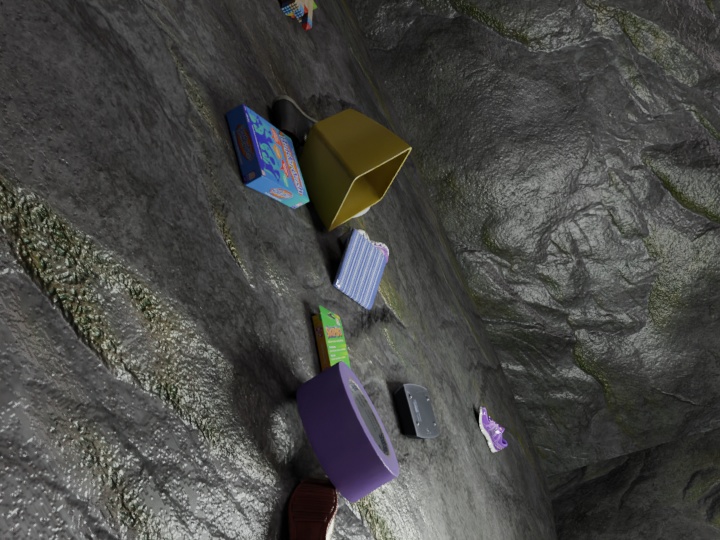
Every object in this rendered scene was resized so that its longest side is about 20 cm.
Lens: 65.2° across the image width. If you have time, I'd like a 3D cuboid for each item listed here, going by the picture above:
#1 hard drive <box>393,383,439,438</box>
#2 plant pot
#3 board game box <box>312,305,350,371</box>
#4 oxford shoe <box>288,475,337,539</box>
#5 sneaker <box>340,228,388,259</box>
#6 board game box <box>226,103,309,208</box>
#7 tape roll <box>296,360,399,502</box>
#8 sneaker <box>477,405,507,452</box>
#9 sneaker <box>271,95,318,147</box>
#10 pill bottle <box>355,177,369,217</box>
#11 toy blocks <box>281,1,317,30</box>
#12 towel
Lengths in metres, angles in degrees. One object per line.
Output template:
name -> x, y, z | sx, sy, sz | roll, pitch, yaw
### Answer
hard drive -> 0.143, 0.362, 1.432 | 0.199, 0.041, 0.138 | 31, 41, -63
plant pot -> -0.033, -0.252, 1.315 | 0.198, 0.201, 0.177 | -34, 78, -35
board game box -> -0.049, 0.175, 1.100 | 0.095, 0.029, 0.205 | 38, 37, -59
oxford shoe -> -0.071, 0.371, 0.779 | 0.201, 0.068, 0.077 | -78, 173, -68
sneaker -> 0.015, -0.035, 1.471 | 0.199, 0.079, 0.091 | 26, 51, -58
board game box -> -0.182, -0.223, 1.137 | 0.199, 0.044, 0.156 | 18, 52, -69
tape roll -> -0.020, 0.258, 0.913 | 0.204, 0.083, 0.200 | 61, 3, -5
sneaker -> 0.512, 0.606, 2.187 | 0.204, 0.082, 0.081 | 62, 18, -16
sneaker -> -0.141, -0.314, 1.344 | 0.199, 0.073, 0.109 | 32, 44, -48
pill bottle -> -0.039, -0.248, 1.487 | 0.111, 0.109, 0.205 | 24, 47, -65
toy blocks -> -0.206, -0.840, 1.741 | 0.200, 0.097, 0.140 | 45, 39, -52
towel -> 0.000, 0.000, 1.366 | 0.200, 0.023, 0.149 | 38, 66, -57
